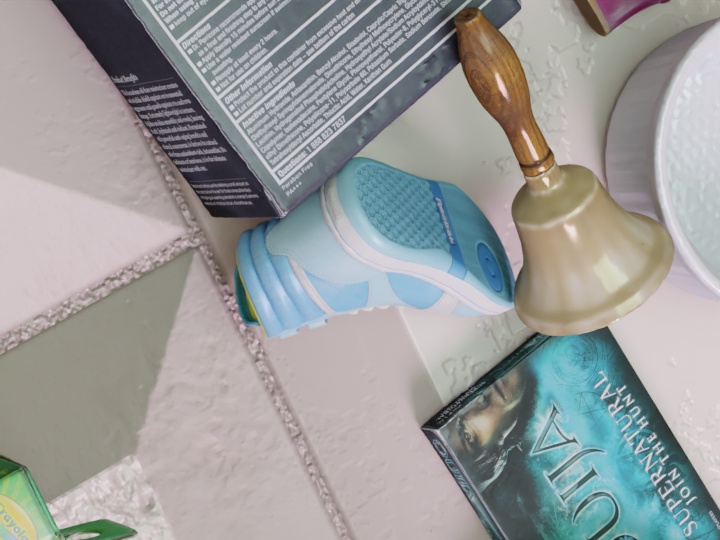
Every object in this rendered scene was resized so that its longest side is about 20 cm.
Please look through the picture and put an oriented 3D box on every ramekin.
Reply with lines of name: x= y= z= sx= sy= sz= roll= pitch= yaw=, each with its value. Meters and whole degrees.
ramekin: x=0.251 y=-0.069 z=1.726 sx=0.200 sy=0.098 sz=0.202 roll=0 pitch=91 yaw=-23

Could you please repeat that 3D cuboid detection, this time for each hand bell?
hand bell: x=0.100 y=-0.069 z=1.594 sx=0.104 sy=0.104 sz=0.200 roll=-41 pitch=125 yaw=-17

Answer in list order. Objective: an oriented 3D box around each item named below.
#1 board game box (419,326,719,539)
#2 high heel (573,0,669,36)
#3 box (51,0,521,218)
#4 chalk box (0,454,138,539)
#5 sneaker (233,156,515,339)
board game box: x=0.142 y=0.140 z=1.722 sx=0.135 sy=0.028 sz=0.200 roll=-38 pitch=104 yaw=-18
high heel: x=0.144 y=-0.247 z=1.689 sx=0.096 sy=0.067 sz=0.200 roll=-35 pitch=109 yaw=-8
box: x=-0.052 y=-0.168 z=1.584 sx=0.200 sy=0.123 sz=0.199 roll=-41 pitch=107 yaw=-18
chalk box: x=-0.222 y=0.178 z=1.522 sx=0.200 sy=0.124 sz=0.124 roll=-29 pitch=102 yaw=-20
sneaker: x=0.000 y=0.000 z=1.642 sx=0.200 sy=0.130 sz=0.080 roll=26 pitch=43 yaw=-52
